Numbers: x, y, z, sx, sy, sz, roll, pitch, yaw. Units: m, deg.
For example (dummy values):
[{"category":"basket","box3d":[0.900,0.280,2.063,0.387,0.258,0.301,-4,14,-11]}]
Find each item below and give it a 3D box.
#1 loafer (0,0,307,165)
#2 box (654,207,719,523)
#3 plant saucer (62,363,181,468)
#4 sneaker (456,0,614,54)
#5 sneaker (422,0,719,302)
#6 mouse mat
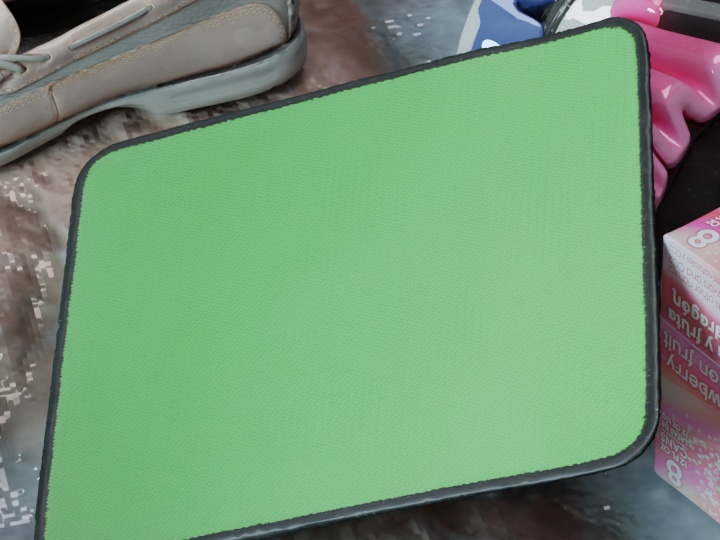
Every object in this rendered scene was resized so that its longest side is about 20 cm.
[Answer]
[{"category":"loafer","box3d":[-0.116,-0.085,1.015,0.199,0.063,0.072,-15,38,-17]},{"category":"box","box3d":[0.183,0.054,0.793,0.102,0.095,0.200,-25,43,-28]},{"category":"plant saucer","box3d":[0.000,0.000,0.914,0.200,0.019,0.070,-39,50,-26]},{"category":"sneaker","box3d":[0.140,-0.093,1.013,0.115,0.081,0.199,32,55,31]},{"category":"sneaker","box3d":[0.104,-0.034,0.907,0.200,0.096,0.079,-40,42,-22]},{"category":"mouse mat","box3d":[-0.005,0.006,0.847,0.199,0.008,0.162,-12,53,20]}]
